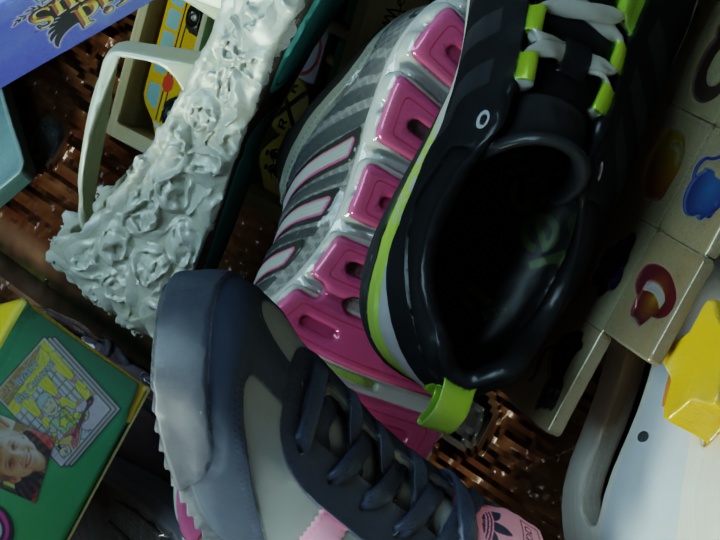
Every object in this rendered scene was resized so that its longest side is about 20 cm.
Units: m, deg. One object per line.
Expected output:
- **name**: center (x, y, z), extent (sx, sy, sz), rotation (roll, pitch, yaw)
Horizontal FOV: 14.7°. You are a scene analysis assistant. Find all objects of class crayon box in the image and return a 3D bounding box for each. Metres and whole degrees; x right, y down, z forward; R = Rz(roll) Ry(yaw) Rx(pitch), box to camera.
- **crayon box**: center (-0.170, 0.114, 0.890), extent (0.172, 0.058, 0.201), rotation (-12, 45, 55)

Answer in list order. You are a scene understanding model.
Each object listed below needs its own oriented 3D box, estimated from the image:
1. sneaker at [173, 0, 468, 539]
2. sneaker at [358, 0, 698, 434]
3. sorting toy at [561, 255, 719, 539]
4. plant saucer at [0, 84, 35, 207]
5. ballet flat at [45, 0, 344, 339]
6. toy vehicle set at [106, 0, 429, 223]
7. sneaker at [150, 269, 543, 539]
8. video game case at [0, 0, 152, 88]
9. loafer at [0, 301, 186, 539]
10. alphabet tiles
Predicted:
- **sneaker**: center (0.000, 0.000, 0.883), extent (0.201, 0.073, 0.087), rotation (-64, 14, 4)
- **sneaker**: center (0.060, -0.049, 0.798), extent (0.083, 0.071, 0.201), rotation (-137, 64, -76)
- **sorting toy**: center (0.123, 0.040, 0.783), extent (0.180, 0.106, 0.201), rotation (4, 76, 61)
- **plant saucer**: center (-0.203, -0.008, 1.114), extent (0.200, 0.019, 0.070), rotation (-39, 53, 24)
- **ballet flat**: center (-0.048, -0.067, 0.900), extent (0.072, 0.071, 0.201), rotation (47, 119, 41)
- **toy vehicle set**: center (-0.019, -0.124, 0.960), extent (0.124, 0.026, 0.201), rotation (26, 103, 47)
- **sneaker**: center (0.008, 0.067, 0.795), extent (0.081, 0.200, 0.071), rotation (-6, 50, 23)
- **video game case**: center (-0.121, -0.164, 0.968), extent (0.199, 0.045, 0.182), rotation (-28, 62, 14)
- **loafer**: center (-0.082, 0.063, 0.966), extent (0.200, 0.063, 0.072), rotation (36, 138, 44)
- **alphabet tiles**: center (0.088, -0.052, 0.843), extent (0.201, 0.006, 0.166), rotation (-62, 22, 4)
